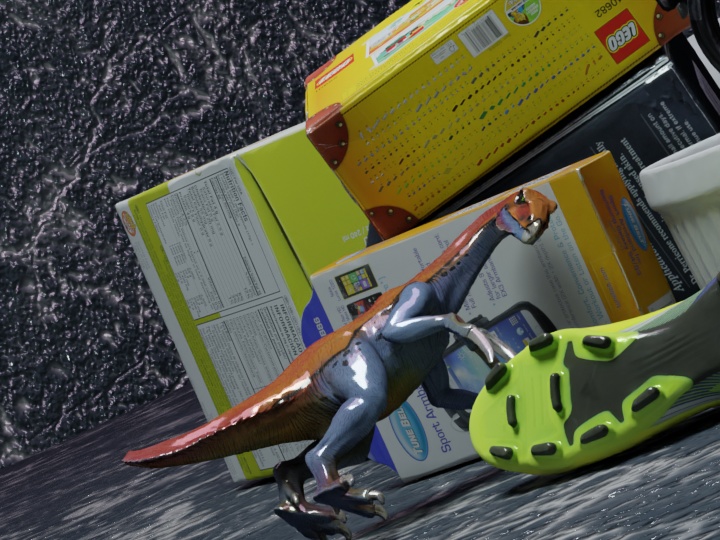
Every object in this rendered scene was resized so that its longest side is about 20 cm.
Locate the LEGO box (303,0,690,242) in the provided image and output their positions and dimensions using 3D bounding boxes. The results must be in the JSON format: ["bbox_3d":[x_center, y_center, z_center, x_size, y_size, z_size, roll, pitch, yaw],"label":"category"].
[{"bbox_3d":[0.069,-0.116,1.550,0.200,0.077,0.149,-36,12,8],"label":"LEGO box"}]

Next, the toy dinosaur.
[{"bbox_3d":[0.015,0.030,1.355,0.199,0.182,0.105,19,-24,-2],"label":"toy dinosaur"}]

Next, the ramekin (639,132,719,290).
[{"bbox_3d":[0.243,-0.037,1.396,0.200,0.105,0.200,-23,1,0],"label":"ramekin"}]

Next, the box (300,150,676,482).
[{"bbox_3d":[0.063,0.028,1.460,0.200,0.119,0.041,-21,5,39],"label":"box"}]

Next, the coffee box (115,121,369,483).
[{"bbox_3d":[0.000,0.000,1.836,0.199,0.201,0.198,-24,2,-27],"label":"coffee box"}]

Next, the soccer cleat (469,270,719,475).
[{"bbox_3d":[0.140,0.045,1.263,0.200,0.065,0.084,-27,-30,26],"label":"soccer cleat"}]

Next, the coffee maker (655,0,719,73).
[{"bbox_3d":[0.217,-0.053,0.747,0.200,0.193,0.135,-22,-16,-32],"label":"coffee maker"}]

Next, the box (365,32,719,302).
[{"bbox_3d":[0.115,-0.037,1.600,0.196,0.124,0.200,-33,13,12],"label":"box"}]

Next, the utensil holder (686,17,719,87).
[{"bbox_3d":[0.295,-0.109,1.963,0.170,0.170,0.200,-23,0,-20],"label":"utensil holder"}]
